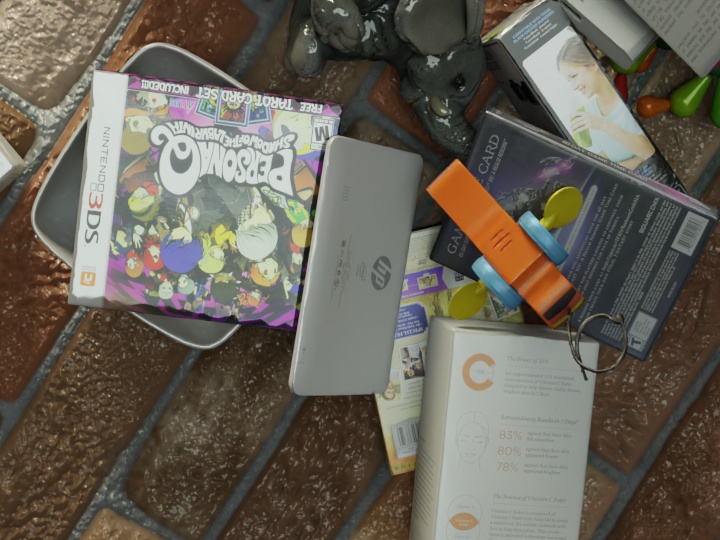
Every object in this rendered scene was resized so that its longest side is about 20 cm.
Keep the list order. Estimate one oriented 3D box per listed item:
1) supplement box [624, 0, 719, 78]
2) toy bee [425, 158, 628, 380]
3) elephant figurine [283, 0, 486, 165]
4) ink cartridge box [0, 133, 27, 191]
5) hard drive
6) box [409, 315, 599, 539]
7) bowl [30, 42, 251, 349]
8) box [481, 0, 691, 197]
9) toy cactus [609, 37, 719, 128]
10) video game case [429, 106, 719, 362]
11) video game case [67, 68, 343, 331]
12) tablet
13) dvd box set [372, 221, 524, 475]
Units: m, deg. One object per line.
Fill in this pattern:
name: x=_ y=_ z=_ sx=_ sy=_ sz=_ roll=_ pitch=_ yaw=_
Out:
supplement box: x=0.242 y=-0.266 z=0.999 sx=0.101 sy=0.104 sz=0.200 roll=-35 pitch=77 yaw=-32
toy bee: x=0.129 y=0.008 z=1.018 sx=0.129 sy=0.109 sz=0.203 roll=-23 pitch=70 yaw=14
elephant figurine: x=0.046 y=-0.192 z=1.067 sx=0.197 sy=0.143 sz=0.156 roll=16 pitch=131 yaw=-13
ink cartridge box: x=-0.383 y=-0.062 z=1.050 sx=0.199 sy=0.067 sz=0.117 roll=-40 pitch=97 yaw=-2
hard drive: x=0.235 y=-0.277 z=1.080 sx=0.132 sy=0.026 sz=0.200 roll=42 pitch=75 yaw=8
box: x=0.115 y=0.147 z=1.077 sx=0.122 sy=0.097 sz=0.204 roll=5 pitch=94 yaw=-9
bowl: x=-0.144 y=-0.061 z=1.074 sx=0.199 sy=0.075 sz=0.201 roll=36 pitch=91 yaw=-7
box: x=0.180 y=-0.127 z=1.084 sx=0.060 sy=0.117 sz=0.201 roll=-36 pitch=99 yaw=0
toy cactus: x=0.304 y=-0.205 z=1.109 sx=0.196 sy=0.102 sz=0.168 roll=-1 pitch=85 yaw=1
video game case: x=0.167 y=-0.028 z=1.051 sx=0.198 sy=0.019 sz=0.144 roll=26 pitch=122 yaw=9
video game case: x=-0.121 y=-0.053 z=1.023 sx=0.197 sy=0.036 sz=0.184 roll=7 pitch=96 yaw=-8
tablet: x=0.000 y=0.000 z=1.053 sx=0.014 sy=0.129 sz=0.203 roll=12 pitch=94 yaw=36
dvd box set: x=0.073 y=0.062 z=1.130 sx=0.144 sy=0.029 sz=0.203 roll=-14 pitch=96 yaw=-5
